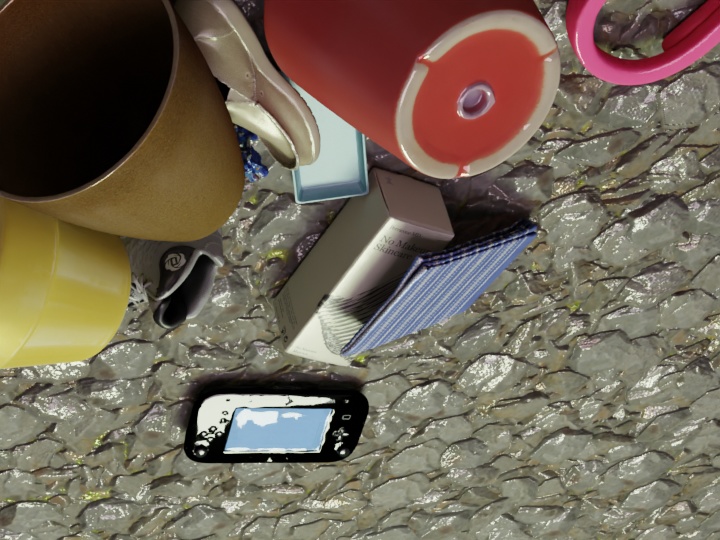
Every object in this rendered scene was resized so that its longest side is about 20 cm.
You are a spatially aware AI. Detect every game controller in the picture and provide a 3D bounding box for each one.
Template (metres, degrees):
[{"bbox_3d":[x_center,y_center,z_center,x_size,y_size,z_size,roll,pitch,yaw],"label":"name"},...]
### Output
[{"bbox_3d":[-0.090,0.166,1.655,0.198,0.042,0.105,2,137,-22],"label":"game controller"}]

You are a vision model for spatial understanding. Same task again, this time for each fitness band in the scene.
[{"bbox_3d":[0.267,-0.241,1.318,0.143,0.038,0.200,24,125,-37],"label":"fitness band"}]

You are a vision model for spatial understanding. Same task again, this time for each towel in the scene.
[{"bbox_3d":[0.078,0.014,1.488,0.199,0.024,0.145,-18,154,-50],"label":"towel"}]

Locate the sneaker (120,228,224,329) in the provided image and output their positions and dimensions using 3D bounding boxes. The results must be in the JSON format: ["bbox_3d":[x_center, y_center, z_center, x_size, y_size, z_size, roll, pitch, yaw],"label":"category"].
[{"bbox_3d":[-0.205,0.015,1.386,0.199,0.116,0.075,-32,138,17],"label":"sneaker"}]

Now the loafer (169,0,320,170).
[{"bbox_3d":[-0.102,-0.148,1.258,0.068,0.075,0.200,-47,130,-13],"label":"loafer"}]

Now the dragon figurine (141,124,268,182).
[{"bbox_3d":[-0.173,-0.109,1.300,0.199,0.059,0.099,20,128,-36],"label":"dragon figurine"}]

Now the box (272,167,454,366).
[{"bbox_3d":[0.000,0.000,1.476,0.081,0.069,0.200,13,132,-30],"label":"box"}]

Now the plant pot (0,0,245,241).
[{"bbox_3d":[-0.172,-0.099,1.159,0.185,0.188,0.200,-26,151,12],"label":"plant pot"}]

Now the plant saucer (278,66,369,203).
[{"bbox_3d":[-0.032,-0.137,1.345,0.069,0.019,0.201,-7,138,-2],"label":"plant saucer"}]

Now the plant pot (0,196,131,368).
[{"bbox_3d":[-0.300,0.002,1.293,0.200,0.202,0.188,-37,150,23],"label":"plant pot"}]

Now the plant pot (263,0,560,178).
[{"bbox_3d":[0.049,-0.175,1.174,0.199,0.178,0.202,-18,134,-19],"label":"plant pot"}]
